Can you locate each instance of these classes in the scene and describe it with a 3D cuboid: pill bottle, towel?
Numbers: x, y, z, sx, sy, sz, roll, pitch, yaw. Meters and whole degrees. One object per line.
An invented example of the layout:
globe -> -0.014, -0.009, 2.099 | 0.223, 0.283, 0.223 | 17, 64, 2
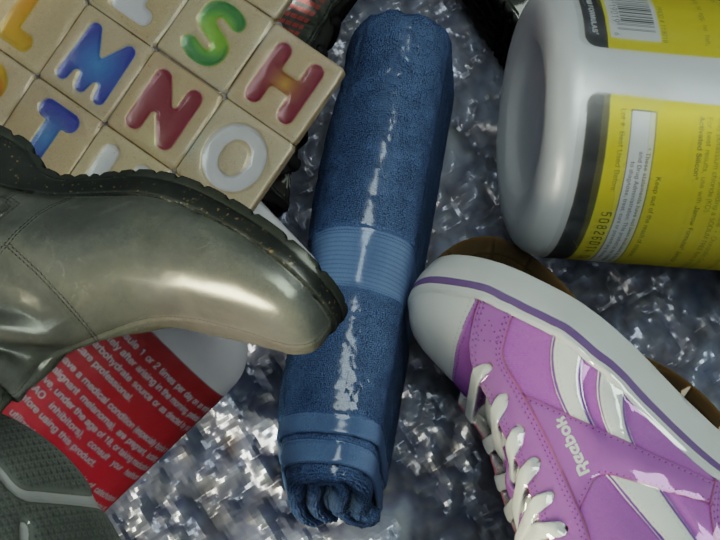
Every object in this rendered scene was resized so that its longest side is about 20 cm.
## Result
pill bottle -> -0.118, 0.034, 1.002 | 0.200, 0.112, 0.112 | -43, 86, 0
pill bottle -> 0.162, -0.055, 1.063 | 0.198, 0.112, 0.113 | 5, 74, -9
towel -> 0.000, 0.000, 1.059 | 0.048, 0.112, 0.202 | 9, 73, 5

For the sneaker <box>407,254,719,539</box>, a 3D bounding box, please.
sneaker -> 0.070, 0.083, 0.966 | 0.114, 0.073, 0.200 | -40, 65, -22

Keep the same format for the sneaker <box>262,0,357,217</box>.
sneaker -> -0.047, -0.077, 1.094 | 0.098, 0.071, 0.200 | 44, 74, 4

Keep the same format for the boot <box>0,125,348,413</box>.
boot -> -0.113, 0.027, 0.886 | 0.199, 0.068, 0.131 | 18, 64, 23

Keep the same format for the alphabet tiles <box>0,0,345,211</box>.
alphabet tiles -> -0.111, -0.086, 0.961 | 0.199, 0.008, 0.168 | 35, 89, 16

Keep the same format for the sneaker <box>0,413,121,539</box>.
sneaker -> -0.111, 0.128, 0.938 | 0.200, 0.080, 0.071 | 43, 32, -18

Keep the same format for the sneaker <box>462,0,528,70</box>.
sneaker -> 0.074, -0.167, 1.146 | 0.104, 0.060, 0.200 | -37, 81, -13

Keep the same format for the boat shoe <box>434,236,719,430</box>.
boat shoe -> 0.100, 0.070, 1.055 | 0.072, 0.065, 0.200 | -39, 63, -10
